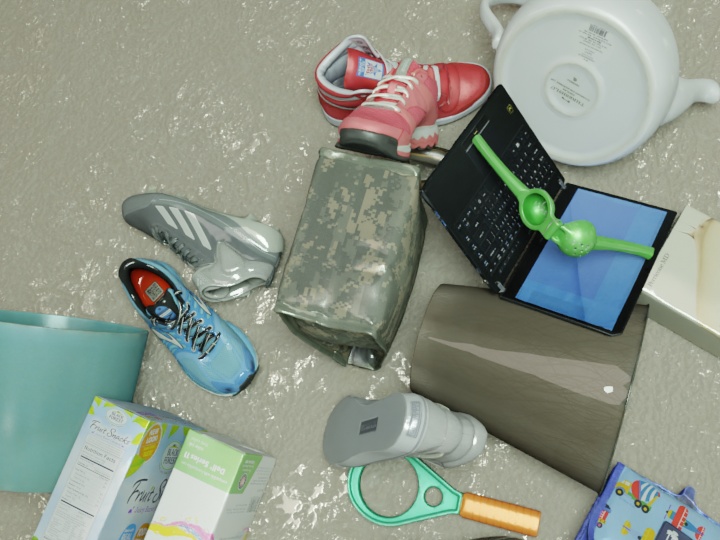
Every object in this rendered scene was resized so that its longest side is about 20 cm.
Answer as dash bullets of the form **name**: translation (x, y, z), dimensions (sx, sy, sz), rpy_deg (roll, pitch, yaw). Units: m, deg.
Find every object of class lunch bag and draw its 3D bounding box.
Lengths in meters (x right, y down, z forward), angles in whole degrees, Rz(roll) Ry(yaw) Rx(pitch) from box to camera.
- **lunch bag**: translation (0.265, 0.292, 0.750), dimensions (0.149, 0.094, 0.201), rpy_deg (29, 70, 16)
- **lunch bag**: translation (0.000, 0.000, 0.801), dimensions (0.115, 0.200, 0.167), rpy_deg (12, 74, 13)

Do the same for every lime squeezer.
- **lime squeezer**: translation (0.179, -0.055, 0.733), dimensions (0.198, 0.038, 0.071), rpy_deg (33, 56, 1)

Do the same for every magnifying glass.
- **magnifying glass**: translation (0.082, 0.230, 0.820), dimensions (0.196, 0.022, 0.081), rpy_deg (12, 78, 12)

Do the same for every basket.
- **basket**: translation (0.157, 0.095, 0.787), dimensions (0.197, 0.136, 0.184), rpy_deg (15, 85, 17)

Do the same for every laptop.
- **laptop**: translation (0.182, -0.064, 0.766), dimensions (0.201, 0.103, 0.178), rpy_deg (51, 54, -18)

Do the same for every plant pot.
- **plant pot**: translation (-0.326, 0.132, 0.832), dimensions (0.197, 0.200, 0.164), rpy_deg (6, 88, 11)

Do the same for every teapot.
- **teapot**: translation (0.238, -0.219, 0.843), dimensions (0.195, 0.202, 0.146), rpy_deg (-11, 27, 42)

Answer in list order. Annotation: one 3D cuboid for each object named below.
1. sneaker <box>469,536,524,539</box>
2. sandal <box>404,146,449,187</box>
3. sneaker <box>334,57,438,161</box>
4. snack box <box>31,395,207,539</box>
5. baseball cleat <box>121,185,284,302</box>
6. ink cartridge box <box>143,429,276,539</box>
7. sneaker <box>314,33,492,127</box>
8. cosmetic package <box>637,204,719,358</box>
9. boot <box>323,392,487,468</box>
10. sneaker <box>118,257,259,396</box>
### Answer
- **sneaker**: translation (0.065, 0.303, 0.780), dimensions (0.196, 0.070, 0.082), rpy_deg (-6, 78, 8)
- **sandal**: translation (0.101, -0.099, 0.882), dimensions (0.197, 0.082, 0.055), rpy_deg (19, 102, 7)
- **sneaker**: translation (0.029, -0.159, 0.780), dimensions (0.072, 0.200, 0.088), rpy_deg (13, 109, 16)
- **snack box**: translation (-0.240, 0.235, 0.797), dimensions (0.067, 0.169, 0.203), rpy_deg (18, 80, 12)
- **baseball cleat**: translation (-0.186, -0.027, 0.899), dimensions (0.196, 0.070, 0.108), rpy_deg (11, 63, 12)
- **ink cartridge box**: translation (-0.162, 0.267, 0.802), dimensions (0.066, 0.117, 0.203), rpy_deg (19, 79, 14)
- **sneaker**: translation (0.045, -0.208, 0.889), dimensions (0.196, 0.113, 0.073), rpy_deg (-7, 75, 8)
- **cosmetic package**: translation (0.377, 0.035, 0.792), dimensions (0.198, 0.073, 0.104), rpy_deg (31, 83, 15)
- **boot**: translation (0.039, 0.164, 0.785), dimensions (0.094, 0.199, 0.075), rpy_deg (21, 72, -20)
- **sneaker**: translation (-0.194, 0.060, 0.875), dimensions (0.199, 0.090, 0.079), rpy_deg (39, 85, 15)
